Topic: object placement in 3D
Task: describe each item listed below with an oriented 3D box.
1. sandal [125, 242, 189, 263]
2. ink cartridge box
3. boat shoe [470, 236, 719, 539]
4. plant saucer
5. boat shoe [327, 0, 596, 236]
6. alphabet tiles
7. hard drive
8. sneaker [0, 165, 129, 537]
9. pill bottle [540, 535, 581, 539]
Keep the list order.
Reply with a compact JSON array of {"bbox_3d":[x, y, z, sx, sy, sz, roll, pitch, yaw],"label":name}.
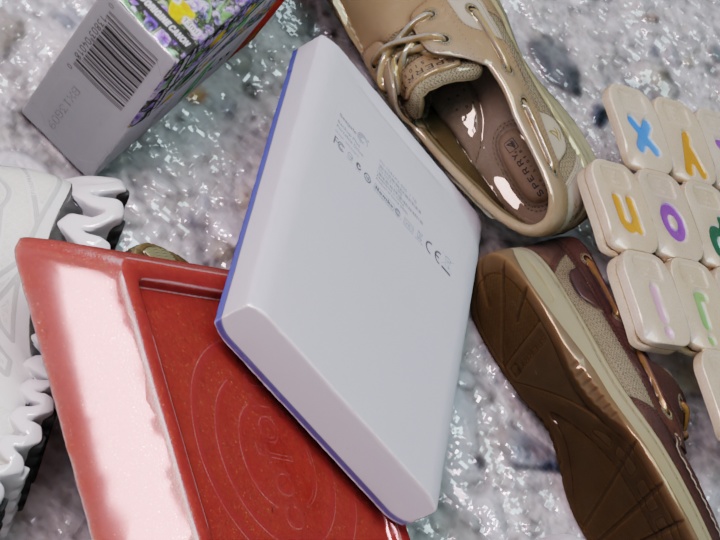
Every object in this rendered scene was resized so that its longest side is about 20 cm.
[{"bbox_3d":[-0.089,0.082,1.019,0.080,0.054,0.200,32,41,-46],"label":"sandal"},{"bbox_3d":[-0.063,-0.135,1.124,0.050,0.109,0.200,45,51,0],"label":"ink cartridge box"},{"bbox_3d":[0.129,0.070,1.147,0.072,0.072,0.200,-18,67,-35],"label":"boat shoe"},{"bbox_3d":[-0.044,0.080,0.999,0.200,0.037,0.200,10,58,-57],"label":"plant saucer"},{"bbox_3d":[0.041,-0.101,1.174,0.200,0.071,0.065,50,21,9],"label":"boat shoe"},{"bbox_3d":[0.181,0.001,1.209,0.200,0.015,0.196,9,57,-49],"label":"alphabet tiles"},{"bbox_3d":[0.000,0.000,1.078,0.132,0.025,0.200,49,31,-26],"label":"hard drive"},{"bbox_3d":[-0.158,0.036,1.004,0.081,0.075,0.200,19,49,-7],"label":"sneaker"},{"bbox_3d":[0.148,0.203,1.039,0.200,0.120,0.120,24,54,-17],"label":"pill bottle"}]
